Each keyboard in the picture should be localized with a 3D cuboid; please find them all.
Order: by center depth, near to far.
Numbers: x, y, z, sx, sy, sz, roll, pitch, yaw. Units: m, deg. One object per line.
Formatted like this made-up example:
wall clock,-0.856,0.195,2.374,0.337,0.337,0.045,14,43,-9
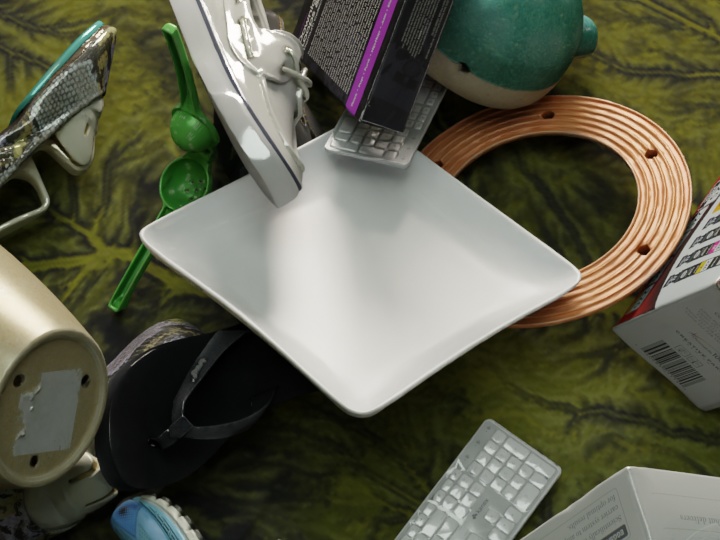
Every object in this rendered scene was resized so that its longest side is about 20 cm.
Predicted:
keyboard,0.043,0.179,1.327,0.056,0.011,0.200,31,67,18
keyboard,0.033,-0.130,1.473,0.056,0.011,0.200,16,41,9

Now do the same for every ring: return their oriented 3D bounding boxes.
ring,0.114,-0.037,1.424,0.199,0.019,0.201,-9,48,10

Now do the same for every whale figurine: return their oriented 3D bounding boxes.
whale figurine,0.099,-0.201,1.479,0.159,0.104,0.201,32,44,-7

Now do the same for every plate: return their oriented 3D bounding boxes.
plate,0.000,0.000,1.351,0.199,0.032,0.200,-29,53,-36

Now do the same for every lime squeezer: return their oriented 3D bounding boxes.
lime squeezer,-0.121,-0.073,1.413,0.070,0.201,0.038,-11,38,-39

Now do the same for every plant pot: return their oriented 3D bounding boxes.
plant pot,-0.247,0.050,1.289,0.199,0.188,0.188,19,61,34

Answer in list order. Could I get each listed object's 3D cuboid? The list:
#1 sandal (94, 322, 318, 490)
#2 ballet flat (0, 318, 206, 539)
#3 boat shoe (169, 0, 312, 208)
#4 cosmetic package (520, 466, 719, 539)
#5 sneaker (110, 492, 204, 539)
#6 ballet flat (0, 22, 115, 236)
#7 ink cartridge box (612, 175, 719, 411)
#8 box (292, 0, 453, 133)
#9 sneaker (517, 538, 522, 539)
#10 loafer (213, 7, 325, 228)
sandal,-0.079,0.066,1.337,0.200,0.043,0.077,-30,101,-37
ballet flat,-0.158,0.104,1.347,0.072,0.072,0.200,38,67,21
boat shoe,-0.063,-0.121,1.388,0.065,0.072,0.200,-27,42,1
cosmetic package,0.200,0.226,1.184,0.198,0.123,0.201,10,53,-39
sneaker,-0.109,0.220,1.282,0.089,0.079,0.201,-23,62,-6
ballet flat,-0.217,-0.077,1.462,0.072,0.072,0.200,36,68,21
ink cartridge box,0.270,-0.029,1.341,0.084,0.175,0.200,41,66,-8
box,0.012,-0.183,1.421,0.036,0.144,0.200,16,15,-21
sneaker,0.101,0.187,1.274,0.199,0.083,0.072,-21,73,-18
loafer,-0.054,-0.082,1.464,0.072,0.073,0.201,7,64,-19
